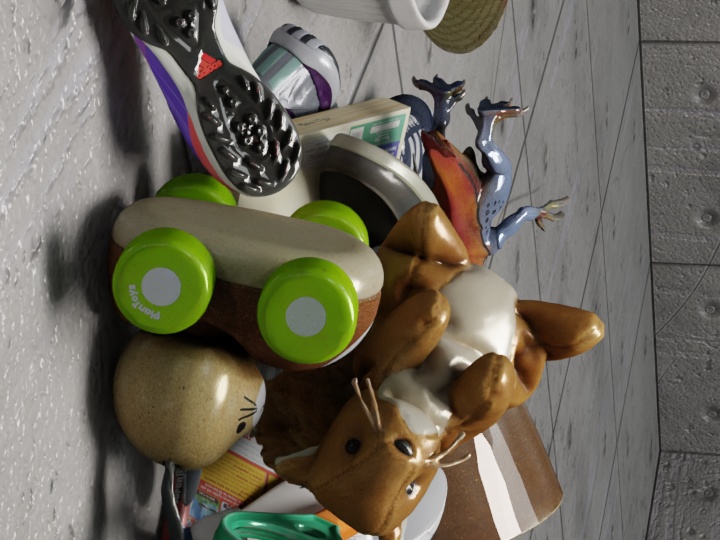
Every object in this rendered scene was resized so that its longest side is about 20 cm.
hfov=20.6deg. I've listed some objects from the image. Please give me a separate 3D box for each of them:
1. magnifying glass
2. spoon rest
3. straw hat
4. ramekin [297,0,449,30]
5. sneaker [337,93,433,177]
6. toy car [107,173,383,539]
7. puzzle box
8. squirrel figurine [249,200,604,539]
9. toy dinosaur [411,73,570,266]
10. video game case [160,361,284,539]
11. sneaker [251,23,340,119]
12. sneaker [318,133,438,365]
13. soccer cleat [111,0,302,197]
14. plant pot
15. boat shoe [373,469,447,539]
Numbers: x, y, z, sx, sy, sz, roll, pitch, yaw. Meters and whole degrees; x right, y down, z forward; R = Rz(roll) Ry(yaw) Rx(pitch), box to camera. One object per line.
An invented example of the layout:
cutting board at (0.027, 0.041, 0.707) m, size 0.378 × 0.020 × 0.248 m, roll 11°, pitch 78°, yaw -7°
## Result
magnifying glass at (-0.029, 0.159, 1.185) m, size 0.022 × 0.079 × 0.200 m, roll -69°, pitch 166°, yaw 6°
spoon rest at (-0.050, 0.175, 1.272) m, size 0.200 × 0.060 × 0.100 m, roll 17°, pitch 67°, yaw -62°
straw hat at (0.038, -0.270, 1.600) m, size 0.201 × 0.085 × 0.202 m, roll 20°, pitch -67°, yaw 60°
ramekin at (0.004, -0.278, 1.456) m, size 0.200 × 0.105 × 0.201 m, roll 3°, pitch 90°, yaw -75°
sneaker at (0.016, -0.111, 1.599) m, size 0.200 × 0.070 × 0.109 m, roll -66°, pitch 156°, yaw -47°
toy car at (-0.079, 0.064, 1.147) m, size 0.164 × 0.157 × 0.201 m, roll -81°, pitch -177°, yaw -74°
puzzle box at (-0.039, -0.038, 1.317) m, size 0.200 × 0.025 × 0.133 m, roll -20°, pitch 127°, yaw -56°
squirrel figurine at (0.020, 0.088, 1.213) m, size 0.200 × 0.141 × 0.187 m, roll -33°, pitch -157°, yaw 53°
toy dinosaur at (0.058, -0.039, 1.361) m, size 0.200 × 0.105 × 0.182 m, roll -30°, pitch 132°, yaw -53°
video game case at (-0.069, 0.152, 1.304) m, size 0.143 × 0.017 × 0.200 m, roll 34°, pitch 55°, yaw -41°
sneaker at (-0.059, -0.076, 1.371) m, size 0.088 × 0.074 × 0.200 m, roll -42°, pitch 145°, yaw -28°
sneaker at (0.000, 0.000, 1.309) m, size 0.106 × 0.075 × 0.200 m, roll -55°, pitch 153°, yaw -20°
soccer cleat at (-0.102, -0.132, 1.136) m, size 0.200 × 0.068 × 0.073 m, roll 62°, pitch -20°, yaw -17°
plant pot at (0.051, 0.111, 1.609) m, size 0.187 × 0.186 × 0.201 m, roll -44°, pitch 121°, yaw -69°
boat shoe at (0.007, 0.229, 1.482) m, size 0.068 × 0.072 × 0.200 m, roll 86°, pitch 26°, yaw -48°
